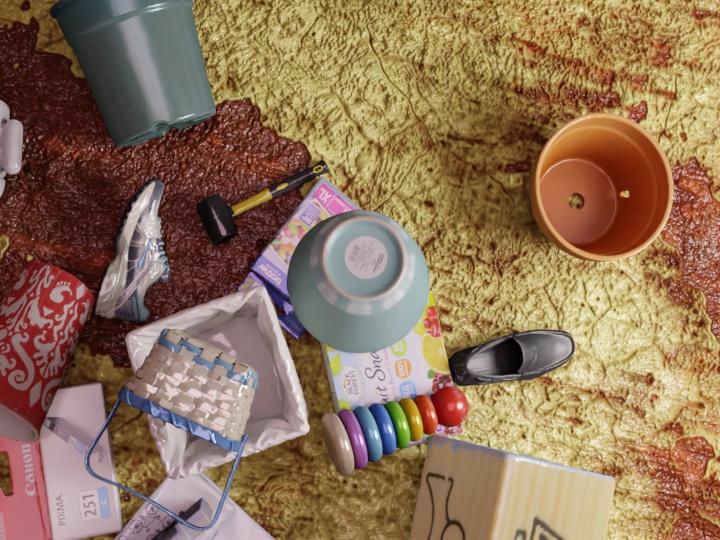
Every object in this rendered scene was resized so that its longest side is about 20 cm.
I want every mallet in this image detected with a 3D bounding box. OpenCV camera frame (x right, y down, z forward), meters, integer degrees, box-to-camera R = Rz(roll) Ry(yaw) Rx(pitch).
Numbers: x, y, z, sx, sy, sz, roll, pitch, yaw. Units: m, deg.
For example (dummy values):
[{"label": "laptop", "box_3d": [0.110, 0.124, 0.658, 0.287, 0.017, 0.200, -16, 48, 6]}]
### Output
[{"label": "mallet", "box_3d": [-0.140, -0.114, 1.642, 0.199, 0.041, 0.066, -35, 87, -14]}]

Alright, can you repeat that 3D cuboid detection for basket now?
[{"label": "basket", "box_3d": [-0.212, 0.185, 1.384, 0.174, 0.139, 0.202, 27, 79, 3]}, {"label": "basket", "box_3d": [-0.183, 0.146, 1.535, 0.197, 0.161, 0.202, -18, 87, -2]}]

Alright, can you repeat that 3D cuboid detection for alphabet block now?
[{"label": "alphabet block", "box_3d": [0.192, 0.343, 1.528, 0.194, 0.194, 0.204, 16, 83, -28]}]

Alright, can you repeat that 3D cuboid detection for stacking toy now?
[{"label": "stacking toy", "box_3d": [0.051, 0.201, 1.547, 0.197, 0.085, 0.087, -18, 87, -13]}]

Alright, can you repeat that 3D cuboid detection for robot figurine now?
[{"label": "robot figurine", "box_3d": [-0.532, -0.165, 1.557, 0.166, 0.113, 0.204, 0, 84, 14]}]

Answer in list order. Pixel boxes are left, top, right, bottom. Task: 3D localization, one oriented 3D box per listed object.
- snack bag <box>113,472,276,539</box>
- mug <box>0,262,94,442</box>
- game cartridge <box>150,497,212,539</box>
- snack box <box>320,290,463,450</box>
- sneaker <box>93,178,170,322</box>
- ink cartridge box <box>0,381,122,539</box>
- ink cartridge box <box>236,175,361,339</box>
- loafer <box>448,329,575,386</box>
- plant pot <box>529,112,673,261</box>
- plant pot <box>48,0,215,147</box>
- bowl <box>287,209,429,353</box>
[{"label": "snack bag", "box_3d": [-0.229, 0.392, 1.585, 0.200, 0.021, 0.189, 42, 81, -1]}, {"label": "mug", "box_3d": [-0.456, 0.097, 1.518, 0.174, 0.134, 0.202, 13, 61, 15]}, {"label": "game cartridge", "box_3d": [-0.277, 0.374, 1.505, 0.199, 0.130, 0.039, -40, 86, -8]}, {"label": "snack box", "box_3d": [0.039, 0.146, 1.618, 0.165, 0.068, 0.204, -12, 85, -8]}, {"label": "sneaker", "box_3d": [-0.299, -0.025, 1.601, 0.085, 0.078, 0.203, 19, 89, -16]}, {"label": "ink cartridge box", "box_3d": [-0.420, 0.265, 1.563, 0.173, 0.045, 0.204, -9, 85, -9]}, {"label": "ink cartridge box", "box_3d": [-0.071, -0.017, 1.637, 0.119, 0.042, 0.201, 38, 83, -1]}, {"label": "loafer", "box_3d": [0.220, 0.123, 1.632, 0.197, 0.070, 0.069, -10, 84, -20]}, {"label": "plant pot", "box_3d": [0.324, -0.108, 1.642, 0.196, 0.140, 0.204, 1, 85, -7]}, {"label": "plant pot", "box_3d": [-0.293, -0.283, 1.567, 0.197, 0.200, 0.199, -19, 94, -8]}, {"label": "bowl", "box_3d": [0.000, 0.000, 1.553, 0.197, 0.105, 0.205, 1, 73, -3]}]
